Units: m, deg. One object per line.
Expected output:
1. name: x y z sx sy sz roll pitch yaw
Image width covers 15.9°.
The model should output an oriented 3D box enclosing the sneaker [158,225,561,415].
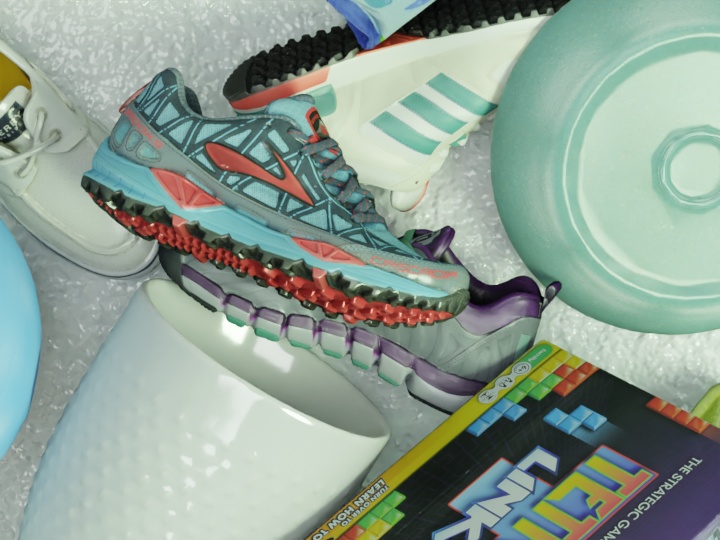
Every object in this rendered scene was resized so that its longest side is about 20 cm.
1. sneaker: 0.000 0.000 1.317 0.200 0.074 0.088 23 110 -5

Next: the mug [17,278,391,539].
1. mug: -0.070 0.129 1.303 0.200 0.148 0.175 31 100 -6

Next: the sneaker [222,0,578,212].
1. sneaker: 0.035 -0.085 1.326 0.200 0.070 0.093 -15 113 2

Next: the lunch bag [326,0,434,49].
1. lunch bag: 0.011 -0.240 1.285 0.170 0.127 0.200 -35 60 6

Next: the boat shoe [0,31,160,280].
1. boat shoe: -0.177 -0.074 1.337 0.071 0.070 0.200 -40 88 6

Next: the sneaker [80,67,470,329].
1. sneaker: -0.032 -0.040 1.255 0.200 0.079 0.096 23 80 8

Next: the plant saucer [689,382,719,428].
1. plant saucer: 0.193 0.192 1.289 0.200 0.048 0.200 42 59 3

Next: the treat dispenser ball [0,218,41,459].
1. treat dispenser ball: -0.260 0.035 1.286 0.201 0.201 0.201 0 93 6

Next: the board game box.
1. board game box: 0.080 0.135 1.223 0.200 0.165 0.057 -39 130 -24

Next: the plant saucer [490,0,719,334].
1. plant saucer: 0.166 -0.055 1.290 0.200 0.036 0.200 -2 109 -5
